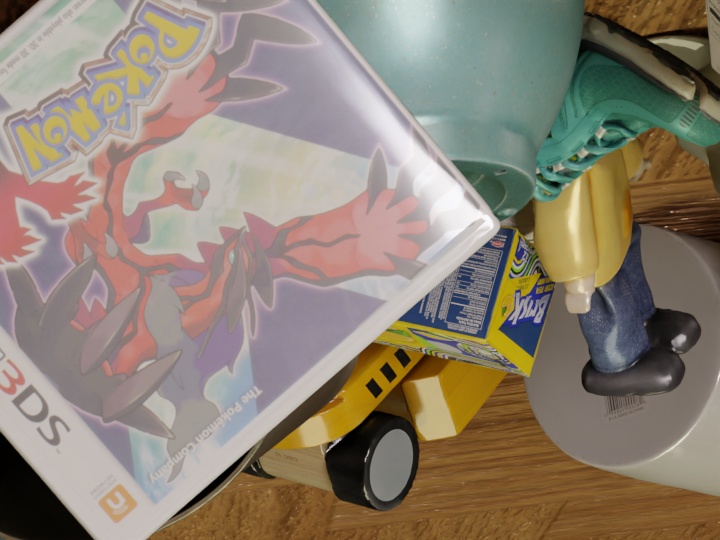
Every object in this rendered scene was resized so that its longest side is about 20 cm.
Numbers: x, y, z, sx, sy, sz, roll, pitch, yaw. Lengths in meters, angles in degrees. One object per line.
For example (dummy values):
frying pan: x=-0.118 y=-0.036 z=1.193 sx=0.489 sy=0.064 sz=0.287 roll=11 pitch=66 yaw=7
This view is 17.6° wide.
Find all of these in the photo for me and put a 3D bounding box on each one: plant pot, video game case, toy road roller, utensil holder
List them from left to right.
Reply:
video game case: x=-0.078 y=-0.021 z=0.894 sx=0.200 sy=0.182 sz=0.023 roll=-41 pitch=-175 yaw=0
toy road roller: x=-0.004 y=0.035 z=1.387 sx=0.122 sy=0.200 sz=0.147 roll=12 pitch=133 yaw=36
plant pot: x=0.007 y=-0.086 z=0.986 sx=0.199 sy=0.135 sz=0.200 roll=-8 pitch=163 yaw=-2
utensil holder: x=0.225 y=0.062 z=1.535 sx=0.169 sy=0.171 sz=0.199 roll=-21 pitch=156 yaw=36

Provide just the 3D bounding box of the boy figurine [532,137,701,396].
boy figurine: x=0.126 y=-0.037 z=1.208 sx=0.064 sy=0.201 sz=0.124 roll=0 pitch=-147 yaw=26

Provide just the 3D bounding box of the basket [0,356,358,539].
basket: x=-0.081 y=0.034 z=1.058 sx=0.180 sy=0.137 sz=0.200 roll=-27 pitch=178 yaw=18

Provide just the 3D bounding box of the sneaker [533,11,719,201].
sneaker: x=0.099 y=-0.067 z=1.065 sx=0.077 sy=0.080 sz=0.200 roll=29 pitch=170 yaw=-27

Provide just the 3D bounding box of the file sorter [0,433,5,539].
file sorter: x=-0.215 y=0.032 z=1.093 sx=0.122 sy=0.201 sz=0.139 roll=-12 pitch=-162 yaw=28

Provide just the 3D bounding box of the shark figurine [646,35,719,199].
shark figurine: x=0.199 y=-0.066 z=1.234 sx=0.127 sy=0.090 sz=0.215 roll=-7 pitch=161 yaw=0

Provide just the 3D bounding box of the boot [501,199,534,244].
boot: x=0.060 y=-0.035 z=1.284 sx=0.090 sy=0.073 sz=0.200 roll=-24 pitch=158 yaw=28

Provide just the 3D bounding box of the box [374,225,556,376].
box: x=0.000 y=0.000 z=1.248 sx=0.199 sy=0.065 sz=0.070 roll=12 pitch=168 yaw=29

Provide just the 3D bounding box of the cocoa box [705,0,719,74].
cocoa box: x=0.231 y=-0.127 z=0.805 sx=0.199 sy=0.134 sz=0.132 roll=-23 pitch=131 yaw=-11
